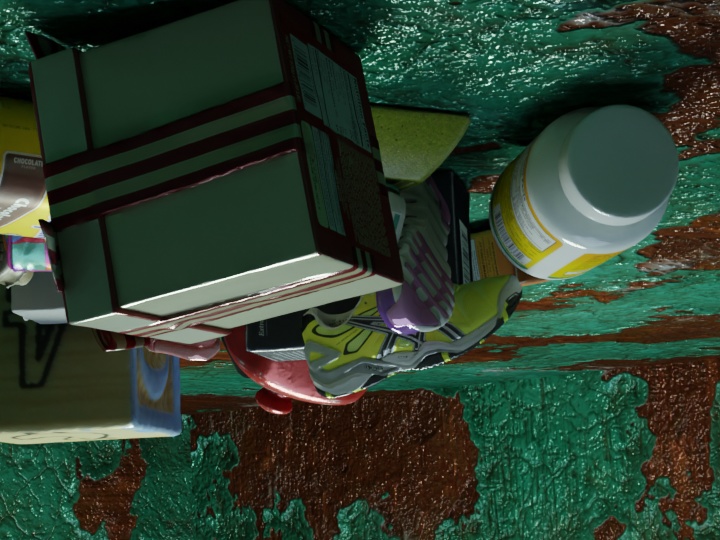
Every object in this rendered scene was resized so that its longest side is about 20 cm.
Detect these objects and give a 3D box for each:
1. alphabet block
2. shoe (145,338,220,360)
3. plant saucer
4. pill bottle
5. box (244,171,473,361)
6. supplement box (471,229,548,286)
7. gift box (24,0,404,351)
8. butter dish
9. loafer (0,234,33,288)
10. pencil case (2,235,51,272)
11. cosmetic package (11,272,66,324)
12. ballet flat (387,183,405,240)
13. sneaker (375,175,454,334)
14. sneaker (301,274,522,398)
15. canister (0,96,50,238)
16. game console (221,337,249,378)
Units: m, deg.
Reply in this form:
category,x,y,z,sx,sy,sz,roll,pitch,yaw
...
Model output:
category,x,y,z,sx,sy,sz,roll,pitch,yaw
alphabet block,-0.322,0.090,1.718,0.199,0.198,0.195,-4,169,9
shoe,-0.205,0.014,1.399,0.199,0.092,0.071,20,-151,33
plant saucer,-0.045,-0.082,1.194,0.199,0.048,0.200,3,169,-29
pill bottle,0.173,-0.062,1.182,0.112,0.114,0.200,-1,171,-8
box,0.000,0.000,1.398,0.199,0.149,0.107,-4,170,11
supplement box,0.111,-0.004,1.647,0.066,0.069,0.199,-7,174,-44
gift box,-0.101,-0.062,0.930,0.186,0.186,0.200,-15,164,19
butter dish,-0.069,0.086,1.650,0.199,0.148,0.200,17,-164,-28
loafer,-0.333,-0.022,1.428,0.067,0.077,0.200,1,180,-25
pencil case,-0.204,-0.042,1.304,0.199,0.089,0.088,-3,171,-12
cosmetic package,-0.250,0.006,1.571,0.199,0.091,0.107,0,171,2
ballet flat,-0.049,-0.022,1.205,0.199,0.070,0.069,-10,168,40
sneaker,0.023,-0.009,1.242,0.088,0.081,0.201,-21,-150,16
sneaker,0.039,0.041,1.284,0.199,0.077,0.075,-22,-169,14
canister,-0.239,-0.071,1.094,0.199,0.087,0.148,6,167,-36
game console,-0.136,0.063,1.847,0.199,0.117,0.175,-11,168,39
